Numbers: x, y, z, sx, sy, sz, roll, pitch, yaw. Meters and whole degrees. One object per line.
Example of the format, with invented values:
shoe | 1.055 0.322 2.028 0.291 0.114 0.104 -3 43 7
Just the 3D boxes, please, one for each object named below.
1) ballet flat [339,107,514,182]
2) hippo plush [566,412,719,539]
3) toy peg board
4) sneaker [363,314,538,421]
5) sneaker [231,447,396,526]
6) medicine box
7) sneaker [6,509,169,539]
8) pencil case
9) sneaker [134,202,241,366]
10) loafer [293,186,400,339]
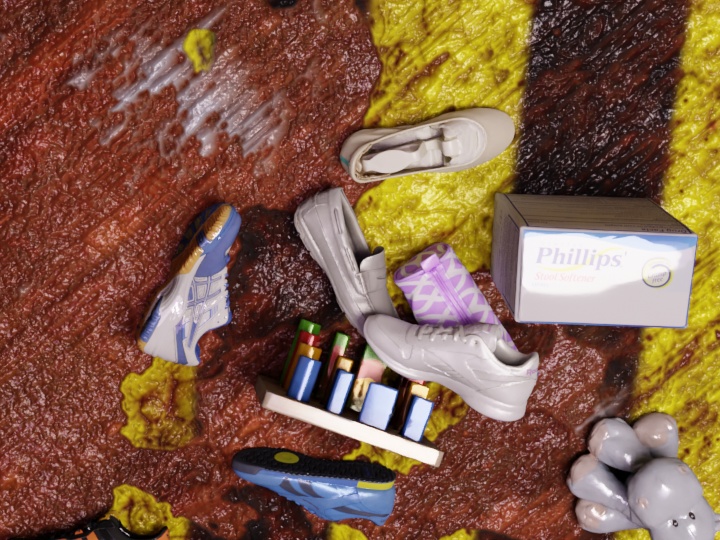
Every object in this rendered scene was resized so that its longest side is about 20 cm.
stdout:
ballet flat | 0.076 -0.134 1.374 0.198 0.070 0.070 -12 105 1
hippo plush | 0.332 0.278 1.437 0.158 0.161 0.201 -26 104 5
toy peg board | -0.006 0.127 1.381 0.199 0.199 0.099 19 88 -6
sneaker | 0.101 0.082 1.353 0.199 0.075 0.100 24 117 5
sneaker | -0.058 0.262 1.472 0.198 0.066 0.079 10 108 -4
medicine box | 0.243 -0.015 1.339 0.181 0.200 0.104 2 104 -2
sneaker | -0.323 0.325 1.487 0.198 0.070 0.091 13 89 -5
pencil case | 0.117 0.065 1.416 0.084 0.086 0.201 -35 102 1
sneaker | -0.176 0.017 1.411 0.088 0.075 0.201 26 109 -20
loafer | 0.000 0.000 1.402 0.069 0.070 0.201 -27 104 23
